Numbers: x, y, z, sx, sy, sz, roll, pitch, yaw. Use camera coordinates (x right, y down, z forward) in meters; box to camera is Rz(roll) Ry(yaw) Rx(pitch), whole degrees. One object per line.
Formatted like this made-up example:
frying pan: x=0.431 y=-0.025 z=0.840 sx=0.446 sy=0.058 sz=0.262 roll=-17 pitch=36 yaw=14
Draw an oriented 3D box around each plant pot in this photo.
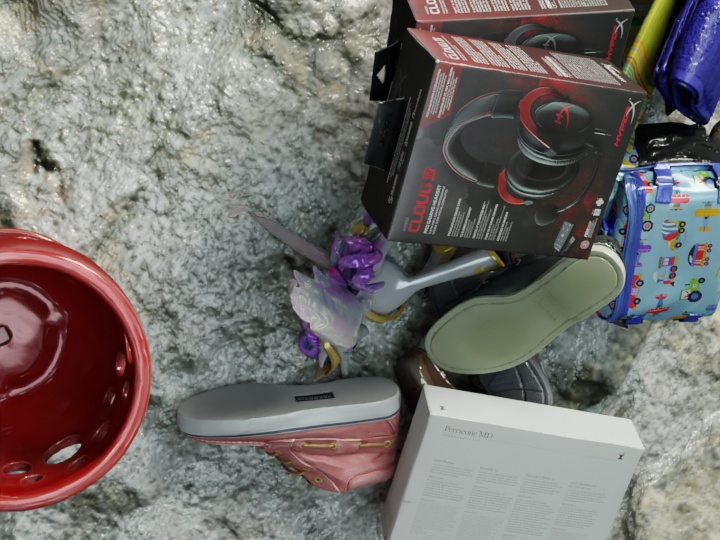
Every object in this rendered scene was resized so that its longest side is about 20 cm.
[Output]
plant pot: x=-0.275 y=0.068 z=1.031 sx=0.199 sy=0.182 sz=0.201 roll=-3 pitch=98 yaw=-18

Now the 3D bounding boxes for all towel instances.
towel: x=0.304 y=-0.231 z=1.108 sx=0.049 sy=0.148 sz=0.201 roll=23 pitch=91 yaw=19
towel: x=0.253 y=-0.200 z=1.100 sx=0.018 sy=0.086 sz=0.201 roll=25 pitch=89 yaw=22

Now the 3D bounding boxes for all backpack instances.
backpack: x=0.221 y=-0.042 z=1.191 sx=0.199 sy=0.135 sz=0.183 roll=1 pitch=122 yaw=-12

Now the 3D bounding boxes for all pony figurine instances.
pony figurine: x=0.000 y=0.000 z=1.133 sx=0.200 sy=0.167 sz=0.193 roll=-37 pitch=135 yaw=8

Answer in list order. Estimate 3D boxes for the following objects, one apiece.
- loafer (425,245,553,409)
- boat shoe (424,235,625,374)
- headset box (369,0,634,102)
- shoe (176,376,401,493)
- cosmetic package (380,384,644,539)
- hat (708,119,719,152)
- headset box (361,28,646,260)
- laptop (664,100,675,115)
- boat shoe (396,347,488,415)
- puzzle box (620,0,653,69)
loafer: x=0.120 y=0.049 z=1.218 sx=0.072 sy=0.063 sz=0.201 roll=-27 pitch=83 yaw=17
boat shoe: x=0.144 y=0.024 z=1.143 sx=0.199 sy=0.066 sz=0.075 roll=-36 pitch=102 yaw=32
headset box: x=0.105 y=-0.169 z=1.080 sx=0.199 sy=0.077 sz=0.149 roll=-5 pitch=137 yaw=-12
shoe: x=-0.061 y=0.153 z=1.174 sx=0.199 sy=0.072 sz=0.091 roll=-4 pitch=112 yaw=-9
cosmetic package: x=0.133 y=0.191 z=1.178 sx=0.199 sy=0.052 sz=0.151 roll=11 pitch=119 yaw=-12
hat: x=0.366 y=-0.113 z=1.254 sx=0.081 sy=0.201 sz=0.201 roll=32 pitch=87 yaw=22
headset box: x=0.098 y=-0.096 z=1.017 sx=0.199 sy=0.075 sz=0.149 roll=6 pitch=117 yaw=-21
laptop: x=0.353 y=-0.250 z=1.192 sx=0.199 sy=0.103 sz=0.178 roll=-8 pitch=111 yaw=-4
boat shoe: x=0.104 y=0.141 z=1.232 sx=0.072 sy=0.076 sz=0.200 roll=-42 pitch=117 yaw=-13
puzzle box: x=0.292 y=-0.246 z=1.255 sx=0.199 sy=0.025 sz=0.134 roll=-5 pitch=100 yaw=-18
